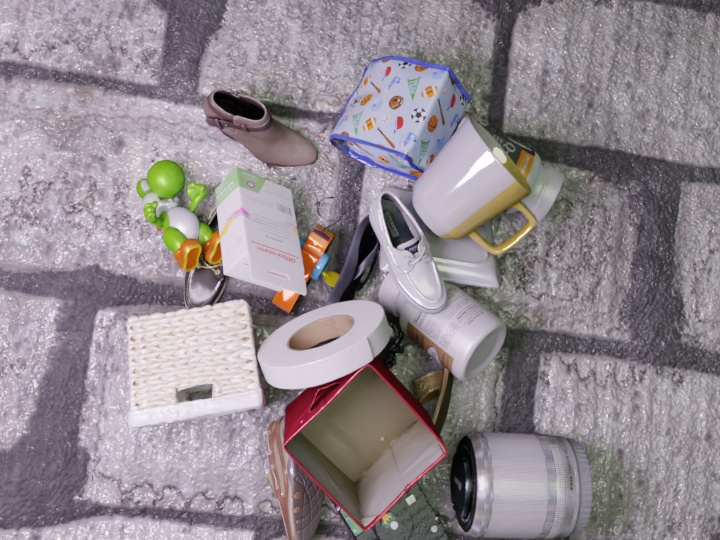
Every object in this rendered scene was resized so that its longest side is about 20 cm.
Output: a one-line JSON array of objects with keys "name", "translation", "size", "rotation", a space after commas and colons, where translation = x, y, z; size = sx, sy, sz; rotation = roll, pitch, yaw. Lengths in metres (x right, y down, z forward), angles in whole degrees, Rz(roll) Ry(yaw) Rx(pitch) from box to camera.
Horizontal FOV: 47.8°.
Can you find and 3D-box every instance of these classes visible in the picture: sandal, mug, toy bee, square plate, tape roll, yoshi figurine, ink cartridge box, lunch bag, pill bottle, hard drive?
[{"name": "sandal", "translation": [0.121, 0.186, 1.356], "size": [0.068, 0.078, 0.215], "rotation": [16, 74, 19]}, {"name": "sandal", "translation": [0.000, 0.001, 1.334], "size": [0.042, 0.076, 0.203], "rotation": [14, 67, 18]}, {"name": "mug", "translation": [0.171, -0.115, 1.257], "size": [0.153, 0.149, 0.188], "rotation": [-41, 75, 18]}, {"name": "toy bee", "translation": [-0.071, -0.026, 1.341], "size": [0.199, 0.109, 0.132], "rotation": [-38, 93, 17]}, {"name": "square plate", "translation": [0.130, -0.063, 1.340], "size": [0.196, 0.029, 0.201], "rotation": [9, 46, -6]}, {"name": "tape roll", "translation": [-0.052, 0.104, 1.181], "size": [0.199, 0.203, 0.038], "rotation": [-22, 108, -8]}, {"name": "yoshi figurine", "translation": [-0.290, -0.101, 1.286], "size": [0.112, 0.113, 0.200], "rotation": [-42, 62, -4]}, {"name": "ink cartridge box", "translation": [-0.155, -0.045, 1.254], "size": [0.116, 0.067, 0.203], "rotation": [20, 47, -41]}, {"name": "lunch bag", "translation": [0.058, -0.257, 1.353], "size": [0.198, 0.124, 0.172], "rotation": [22, 80, 36]}, {"name": "pill bottle", "translation": [0.126, 0.074, 1.305], "size": [0.114, 0.115, 0.199], "rotation": [-46, 60, -9]}, {"name": "pill bottle", "translation": [0.234, -0.168, 1.376], "size": [0.197, 0.116, 0.118], "rotation": [26, 81, -3]}, {"name": "hard drive", "translation": [0.037, 0.387, 1.328], "size": [0.138, 0.038, 0.202], "rotation": [-32, 89, -9]}]

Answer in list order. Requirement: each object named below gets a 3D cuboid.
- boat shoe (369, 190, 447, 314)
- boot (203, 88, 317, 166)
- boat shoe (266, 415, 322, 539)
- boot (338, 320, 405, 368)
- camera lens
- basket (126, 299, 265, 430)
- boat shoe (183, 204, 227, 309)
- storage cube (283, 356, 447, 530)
[{"name": "boat shoe", "translation": [0.071, -0.028, 1.238], "size": [0.073, 0.065, 0.202], "rotation": [-30, 80, -13]}, {"name": "boot", "translation": [-0.160, -0.232, 1.320], "size": [0.196, 0.146, 0.072], "rotation": [15, 80, -5]}, {"name": "boat shoe", "translation": [-0.111, 0.333, 1.303], "size": [0.075, 0.071, 0.204], "rotation": [10, 71, -49]}, {"name": "boot", "translation": [-0.034, 0.128, 1.333], "size": [0.196, 0.073, 0.164], "rotation": [32, 79, -2]}, {"name": "camera lens", "translation": [0.250, 0.342, 1.297], "size": [0.196, 0.160, 0.164], "rotation": [4, 83, -7]}, {"name": "basket", "translation": [-0.250, 0.147, 1.241], "size": [0.194, 0.200, 0.164], "rotation": [-8, 82, -8]}, {"name": "boat shoe", "translation": [-0.242, -0.027, 1.330], "size": [0.070, 0.061, 0.205], "rotation": [19, 81, -4]}, {"name": "storage cube", "translation": [0.001, 0.233, 1.208], "size": [0.171, 0.180, 0.200], "rotation": [-43, 98, 2]}]
